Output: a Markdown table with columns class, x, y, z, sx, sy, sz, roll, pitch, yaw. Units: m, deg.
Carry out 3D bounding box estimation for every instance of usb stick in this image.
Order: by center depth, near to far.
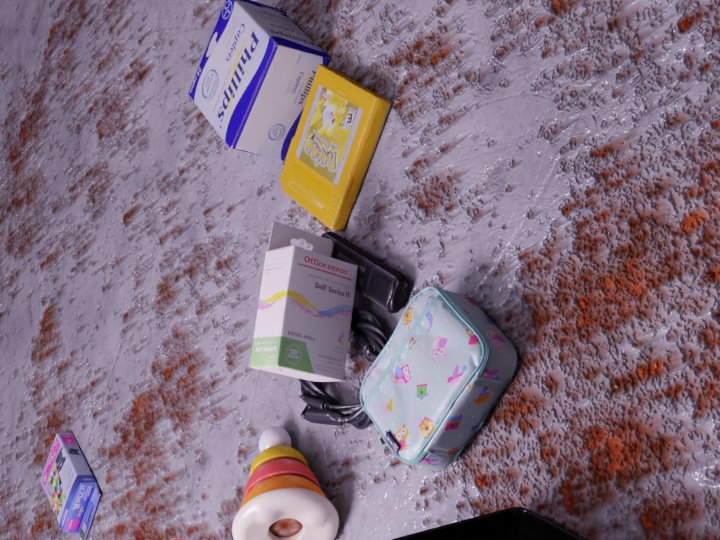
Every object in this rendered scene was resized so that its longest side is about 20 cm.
| class | x | y | z | sx | sy | sz | roll | pitch | yaw |
| --- | --- | --- | --- | --- | --- | --- | --- | --- | --- |
| usb stick | 0.000 | 0.000 | 1.479 | 0.199 | 0.032 | 0.056 | 32 | 114 | 50 |

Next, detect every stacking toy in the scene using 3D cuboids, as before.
| class | x | y | z | sx | sy | sz | roll | pitch | yaw |
| --- | --- | --- | --- | --- | --- | --- | --- | --- | --- |
| stacking toy | -0.110 | 0.298 | 1.508 | 0.147 | 0.145 | 0.201 | -56 | 25 | 28 |

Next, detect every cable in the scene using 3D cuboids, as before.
| class | x | y | z | sx | sy | sz | roll | pitch | yaw |
| --- | --- | --- | --- | --- | --- | --- | --- | --- | --- |
| cable | -0.013 | 0.131 | 1.462 | 0.199 | 0.050 | 0.165 | -7 | 70 | 49 |

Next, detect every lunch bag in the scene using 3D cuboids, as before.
| class | x | y | z | sx | sy | sz | roll | pitch | yaw |
| --- | --- | --- | --- | --- | --- | --- | --- | --- | --- |
| lunch bag | 0.085 | 0.130 | 1.297 | 0.201 | 0.077 | 0.161 | -57 | 45 | 18 |

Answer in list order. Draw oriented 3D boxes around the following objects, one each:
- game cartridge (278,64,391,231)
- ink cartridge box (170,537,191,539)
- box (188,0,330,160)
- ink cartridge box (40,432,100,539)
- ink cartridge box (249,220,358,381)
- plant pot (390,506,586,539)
| class | x | y | z | sx | sy | sz | roll | pitch | yaw |
| --- | --- | --- | --- | --- | --- | --- | --- | --- | --- |
| game cartridge | -0.044 | -0.183 | 1.575 | 0.176 | 0.032 | 0.202 | 38 | 111 | 49 |
| ink cartridge box | -0.212 | 0.433 | 1.517 | 0.162 | 0.198 | 0.058 | -38 | 52 | 40 |
| box | -0.166 | -0.307 | 1.696 | 0.200 | 0.104 | 0.185 | 49 | 120 | 44 |
| ink cartridge box | -0.571 | 0.426 | 2.105 | 0.200 | 0.042 | 0.120 | 42 | 115 | 45 |
| ink cartridge box | -0.071 | 0.040 | 1.432 | 0.067 | 0.116 | 0.203 | -8 | 71 | 50 |
| plant pot | 0.155 | 0.376 | 1.088 | 0.199 | 0.198 | 0.180 | 17 | 107 | 51 |
